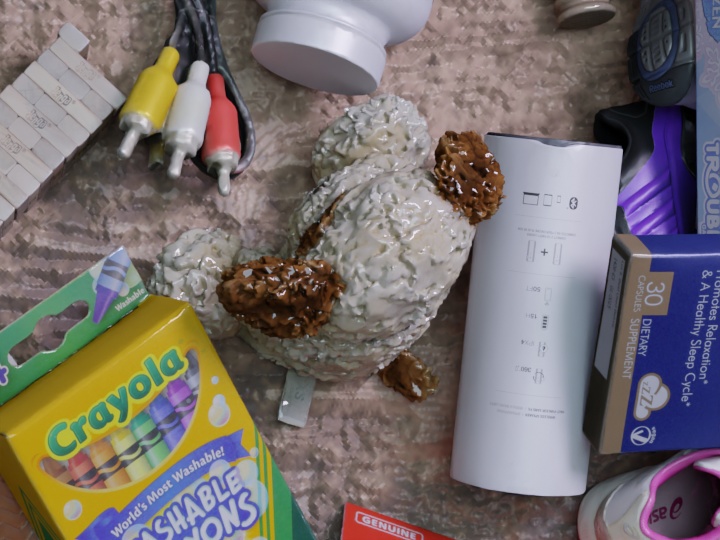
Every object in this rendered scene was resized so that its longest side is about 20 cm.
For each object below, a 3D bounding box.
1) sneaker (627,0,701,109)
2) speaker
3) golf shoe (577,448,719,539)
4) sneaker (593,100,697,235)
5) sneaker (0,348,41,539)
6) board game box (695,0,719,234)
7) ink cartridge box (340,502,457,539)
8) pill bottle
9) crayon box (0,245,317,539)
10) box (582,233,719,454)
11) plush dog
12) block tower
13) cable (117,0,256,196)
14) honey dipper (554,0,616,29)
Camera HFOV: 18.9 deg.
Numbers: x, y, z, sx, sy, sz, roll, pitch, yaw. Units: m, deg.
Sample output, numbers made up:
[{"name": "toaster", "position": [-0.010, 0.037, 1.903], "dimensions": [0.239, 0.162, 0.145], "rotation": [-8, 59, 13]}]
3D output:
[{"name": "sneaker", "position": [0.208, -0.174, 1.308], "dimensions": [0.087, 0.074, 0.201], "rotation": [19, 60, -25]}, {"name": "speaker", "position": [0.099, 0.025, 1.226], "dimensions": [0.081, 0.081, 0.202], "rotation": [5, 94, -10]}, {"name": "golf shoe", "position": [0.225, 0.122, 1.253], "dimensions": [0.199, 0.092, 0.076], "rotation": [-26, 84, -16]}, {"name": "sneaker", "position": [0.160, -0.008, 1.277], "dimensions": [0.099, 0.070, 0.202], "rotation": [9, 70, -8]}, {"name": "sneaker", "position": [-0.216, 0.133, 1.182], "dimensions": [0.071, 0.080, 0.202], "rotation": [-5, 99, -33]}, {"name": "board game box", "position": [0.279, -0.096, 1.266], "dimensions": [0.198, 0.043, 0.202], "rotation": [-3, 95, -37]}, {"name": "ink cartridge box", "position": [0.081, 0.197, 1.179], "dimensions": [0.199, 0.044, 0.174], "rotation": [20, 32, -7]}, {"name": "pill bottle", "position": [0.000, -0.209, 1.256], "dimensions": [0.112, 0.112, 0.201], "rotation": [18, 77, -7]}, {"name": "crayon box", "position": [-0.119, 0.105, 1.161], "dimensions": [0.125, 0.051, 0.201], "rotation": [-37, 112, -24]}, {"name": "box", "position": [0.227, 0.038, 1.200], "dimensions": [0.198, 0.032, 0.122], "rotation": [-2, 114, -18]}, {"name": "plush dog", "position": [0.000, 0.000, 1.187], "dimensions": [0.200, 0.172, 0.161], "rotation": [-37, 88, -15]}, {"name": "block tower", "position": [-0.213, -0.046, 1.216], "dimensions": [0.058, 0.054, 0.200], "rotation": [41, 76, -2]}, {"name": "cable", "position": [-0.089, -0.134, 1.246], "dimensions": [0.097, 0.050, 0.201], "rotation": [22, 64, -32]}, {"name": "honey dipper", "position": [0.122, -0.249, 1.327], "dimensions": [0.038, 0.038, 0.202], "rotation": [-7, 80, -12]}]
